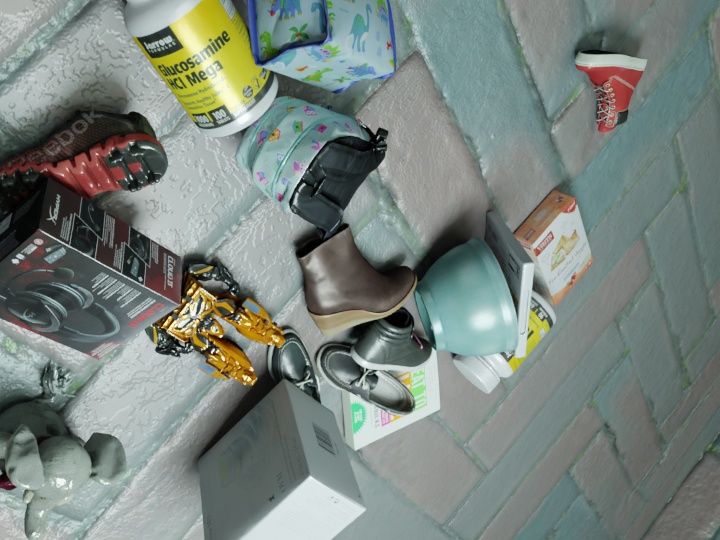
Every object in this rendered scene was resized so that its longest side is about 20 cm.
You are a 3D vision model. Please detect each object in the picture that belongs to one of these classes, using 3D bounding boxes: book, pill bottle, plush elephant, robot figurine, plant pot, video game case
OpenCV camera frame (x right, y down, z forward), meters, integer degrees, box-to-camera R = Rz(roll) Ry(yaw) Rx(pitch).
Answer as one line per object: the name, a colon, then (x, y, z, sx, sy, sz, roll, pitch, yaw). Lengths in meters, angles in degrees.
book: (0.056, 0.226, 1.221, 0.197, 0.048, 0.136, -19, 117, -30)
pill bottle: (-0.182, -0.256, 0.725, 0.112, 0.112, 0.201, -44, 132, -11)
plush elephant: (-0.377, 0.236, 0.790, 0.163, 0.154, 0.203, 22, 98, -43)
pill bottle: (0.279, 0.133, 1.302, 0.200, 0.114, 0.115, -47, 133, -10)
robot figurine: (-0.199, 0.077, 0.920, 0.146, 0.058, 0.200, -54, 134, -5)
plant pot: (0.169, 0.060, 1.139, 0.132, 0.201, 0.203, -18, 126, -3)
video game case: (0.257, 0.020, 1.177, 0.022, 0.201, 0.185, -6, 120, -6)

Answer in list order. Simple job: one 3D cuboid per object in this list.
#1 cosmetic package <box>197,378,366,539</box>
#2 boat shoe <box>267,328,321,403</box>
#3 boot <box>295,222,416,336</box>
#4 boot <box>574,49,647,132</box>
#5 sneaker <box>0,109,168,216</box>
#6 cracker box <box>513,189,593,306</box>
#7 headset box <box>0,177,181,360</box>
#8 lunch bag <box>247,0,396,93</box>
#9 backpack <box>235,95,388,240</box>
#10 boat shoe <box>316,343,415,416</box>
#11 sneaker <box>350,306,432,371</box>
cosmetic package: (-0.124, 0.309, 0.964, 0.200, 0.200, 0.123, -44, 123, 10)
boat shoe: (-0.096, 0.186, 1.060, 0.075, 0.060, 0.203, -29, 128, -24)
boot: (0.000, 0.000, 1.033, 0.198, 0.072, 0.169, -28, 129, -21)
boot: (0.453, -0.330, 1.237, 0.197, 0.072, 0.147, -7, 118, -41)
sneaker: (-0.309, -0.121, 0.722, 0.197, 0.099, 0.071, -17, 145, -4)
cracker box: (0.393, -0.043, 1.343, 0.134, 0.057, 0.201, -46, 132, -12)
headset box: (-0.308, 0.012, 0.742, 0.147, 0.078, 0.199, -30, 137, 22)
lunch bag: (-0.042, -0.328, 0.766, 0.169, 0.125, 0.205, -2, 84, -62)
backpack: (-0.064, -0.135, 0.843, 0.169, 0.125, 0.200, -61, 166, 12)
boat shoe: (0.013, 0.188, 1.119, 0.199, 0.060, 0.075, 40, 71, -26)
sneaker: (0.078, 0.114, 1.137, 0.198, 0.071, 0.100, 5, 125, -47)
